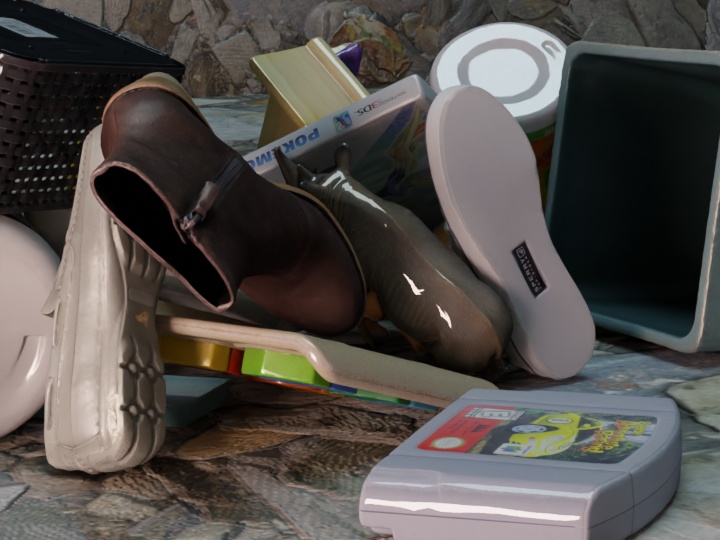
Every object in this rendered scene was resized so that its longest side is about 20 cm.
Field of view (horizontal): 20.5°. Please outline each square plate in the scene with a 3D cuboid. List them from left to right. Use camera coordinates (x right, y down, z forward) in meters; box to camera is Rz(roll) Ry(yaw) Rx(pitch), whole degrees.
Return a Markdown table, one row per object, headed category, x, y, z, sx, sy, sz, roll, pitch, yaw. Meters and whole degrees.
| category | x | y | z | sx | sy | sz | roll | pitch | yaw |
| --- | --- | --- | --- | --- | --- | --- | --- | --- | --- |
| square plate | -0.123 | 0.009 | 1.294 | 0.199 | 0.029 | 0.198 | 13 | -16 | -7 |

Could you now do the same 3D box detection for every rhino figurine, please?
| category | x | y | z | sx | sy | sz | roll | pitch | yaw |
| --- | --- | --- | --- | --- | --- | --- | --- | --- | --- |
| rhino figurine | 0.018 | -0.008 | 1.237 | 0.060 | 0.200 | 0.087 | -43 | -5 | -19 |

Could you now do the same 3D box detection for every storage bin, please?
| category | x | y | z | sx | sy | sz | roll | pitch | yaw |
| --- | --- | --- | --- | --- | --- | --- | --- | --- | --- |
| storage bin | -0.213 | -0.104 | 1.195 | 0.135 | 0.094 | 0.200 | 24 | 13 | 21 |

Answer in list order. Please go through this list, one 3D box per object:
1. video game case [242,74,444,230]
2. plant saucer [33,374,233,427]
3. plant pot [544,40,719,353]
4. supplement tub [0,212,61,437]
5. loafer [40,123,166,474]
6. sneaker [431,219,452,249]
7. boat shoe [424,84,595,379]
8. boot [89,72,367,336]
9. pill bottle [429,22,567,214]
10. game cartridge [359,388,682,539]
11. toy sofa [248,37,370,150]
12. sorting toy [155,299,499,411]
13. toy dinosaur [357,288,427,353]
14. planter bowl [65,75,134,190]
| category | x | y | z | sx | sy | sz | roll | pitch | yaw |
| --- | --- | --- | --- | --- | --- | --- | --- | --- | --- |
| video game case | -0.001 | -0.050 | 1.344 | 0.182 | 0.022 | 0.200 | -25 | -26 | 16 |
| plant saucer | -0.182 | 0.077 | 1.234 | 0.199 | 0.019 | 0.070 | 3 | 12 | 20 |
| plant pot | 0.267 | -0.048 | 1.402 | 0.200 | 0.196 | 0.196 | 4 | 6 | -29 |
| supplement tub | -0.264 | 0.006 | 1.197 | 0.144 | 0.145 | 0.200 | -7 | 22 | -24 |
| loafer | -0.147 | 0.013 | 1.105 | 0.070 | 0.201 | 0.070 | -9 | -22 | 27 |
| sneaker | 0.092 | 0.018 | 1.404 | 0.088 | 0.075 | 0.200 | 47 | 8 | 14 |
| boat shoe | 0.083 | -0.023 | 1.264 | 0.071 | 0.200 | 0.070 | -35 | 19 | -26 |
| boot | -0.070 | -0.010 | 1.069 | 0.072 | 0.200 | 0.166 | -37 | 19 | 15 |
| pill bottle | 0.114 | -0.084 | 1.538 | 0.111 | 0.200 | 0.111 | -3 | 50 | 4 |
| game cartridge | 0.094 | 0.099 | 1.020 | 0.133 | 0.041 | 0.200 | 6 | 12 | 19 |
| toy sofa | -0.041 | -0.072 | 1.497 | 0.097 | 0.200 | 0.083 | -14 | 51 | -31 |
| sorting toy | -0.042 | 0.054 | 1.177 | 0.200 | 0.037 | 0.185 | 12 | -3 | 39 |
| toy dinosaur | 0.000 | 0.000 | 1.322 | 0.200 | 0.061 | 0.106 | 27 | -16 | 5 |
| planter bowl | -0.150 | -0.047 | 1.405 | 0.083 | 0.201 | 0.200 | -30 | 8 | 7 |
